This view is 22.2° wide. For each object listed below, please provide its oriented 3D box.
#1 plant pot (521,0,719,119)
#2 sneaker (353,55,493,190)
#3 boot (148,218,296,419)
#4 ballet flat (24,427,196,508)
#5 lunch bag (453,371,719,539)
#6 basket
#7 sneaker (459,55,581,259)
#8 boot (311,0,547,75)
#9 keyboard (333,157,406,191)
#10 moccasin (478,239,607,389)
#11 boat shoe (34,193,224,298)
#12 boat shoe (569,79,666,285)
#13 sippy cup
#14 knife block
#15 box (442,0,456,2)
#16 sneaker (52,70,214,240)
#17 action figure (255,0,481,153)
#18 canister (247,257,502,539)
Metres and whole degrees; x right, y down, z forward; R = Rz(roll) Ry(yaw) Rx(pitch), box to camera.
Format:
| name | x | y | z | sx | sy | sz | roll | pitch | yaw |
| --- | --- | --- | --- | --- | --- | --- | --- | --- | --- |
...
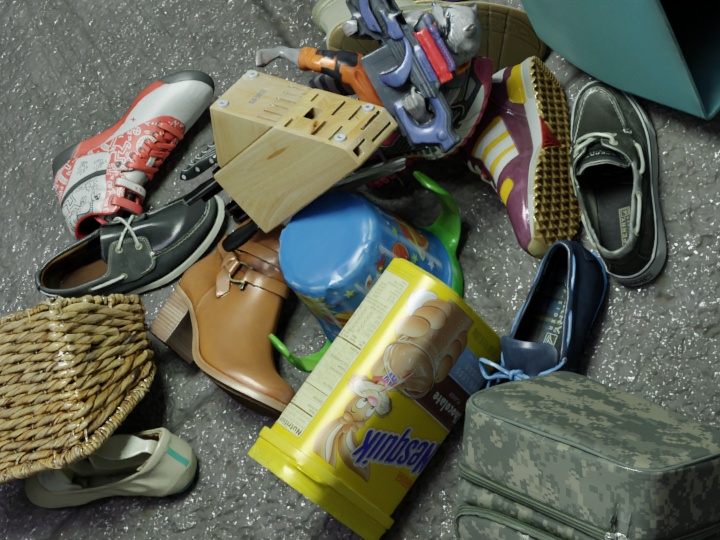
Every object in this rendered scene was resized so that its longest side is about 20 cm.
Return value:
| name | x | y | z | sx | sy | sz | roll | pitch | yaw |
| --- | --- | --- | --- | --- | --- | --- | --- | --- | --- |
| plant pot | 0.231 | -0.239 | 1.528 | 0.200 | 0.141 | 0.141 | 20 | 61 | 47 |
| sneaker | 0.040 | -0.134 | 1.610 | 0.200 | 0.075 | 0.081 | -29 | 36 | 44 |
| boot | -0.091 | 0.035 | 1.652 | 0.200 | 0.074 | 0.155 | 34 | 82 | 38 |
| ballet flat | -0.242 | 0.175 | 1.676 | 0.200 | 0.069 | 0.070 | -10 | 60 | 29 |
| lunch bag | 0.171 | 0.186 | 1.358 | 0.200 | 0.139 | 0.168 | 19 | 112 | 39 |
| basket | -0.280 | 0.116 | 1.691 | 0.200 | 0.143 | 0.149 | -20 | 78 | 36 |
| sneaker | 0.133 | -0.086 | 1.579 | 0.090 | 0.075 | 0.200 | -23 | 48 | 31 |
| boot | 0.060 | -0.224 | 1.684 | 0.199 | 0.072 | 0.155 | -3 | 20 | -8 |
| keyboard | -0.012 | -0.077 | 1.597 | 0.056 | 0.200 | 0.011 | -13 | 90 | -15 |
| moccasin | 0.136 | 0.068 | 1.485 | 0.080 | 0.068 | 0.200 | 5 | 71 | 34 |
| boat shoe | -0.222 | -0.020 | 1.770 | 0.200 | 0.068 | 0.072 | -28 | 52 | 16 |
| boat shoe | 0.210 | -0.086 | 1.525 | 0.071 | 0.064 | 0.200 | -23 | 54 | 21 |
| sippy cup | 0.000 | 0.000 | 1.572 | 0.139 | 0.130 | 0.178 | 0 | 66 | 33 |
| knife block | -0.063 | -0.075 | 1.565 | 0.200 | 0.176 | 0.064 | 18 | 46 | 27 |
| box | 0.155 | -0.335 | 1.714 | 0.200 | 0.039 | 0.137 | -11 | 59 | 28 |
| sneaker | -0.216 | -0.106 | 1.813 | 0.201 | 0.067 | 0.108 | -31 | 53 | 19 |
| action figure | 0.012 | -0.189 | 1.536 | 0.193 | 0.105 | 0.200 | -16 | 102 | 27 |
| canister | 0.018 | 0.106 | 1.492 | 0.086 | 0.149 | 0.200 | 31 | 82 | 40 |
